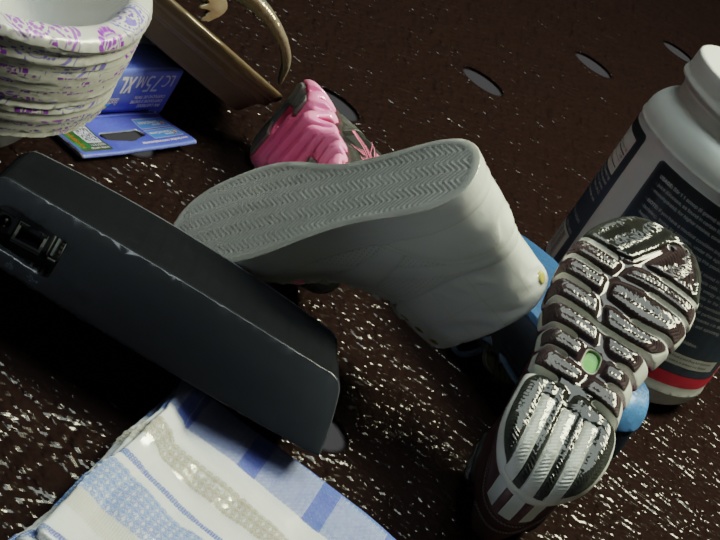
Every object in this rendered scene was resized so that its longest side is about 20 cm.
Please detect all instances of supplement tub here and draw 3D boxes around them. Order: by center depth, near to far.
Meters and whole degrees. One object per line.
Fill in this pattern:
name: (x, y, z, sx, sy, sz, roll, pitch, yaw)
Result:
supplement tub: (0.212, -0.028, 1.303, 0.140, 0.201, 0.141, 29, 23, -13)

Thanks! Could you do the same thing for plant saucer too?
plant saucer: (-0.131, -0.164, 1.254, 0.200, 0.030, 0.200, 40, 2, -2)

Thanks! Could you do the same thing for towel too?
towel: (-0.055, 0.121, 0.863, 0.146, 0.024, 0.200, 37, 22, 3)

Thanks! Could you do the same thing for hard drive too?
hard drive: (-0.096, 0.010, 0.975, 0.199, 0.043, 0.135, 31, 8, -6)

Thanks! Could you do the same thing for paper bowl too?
paper bowl: (-0.215, -0.140, 1.046, 0.199, 0.105, 0.201, 25, 28, -14)

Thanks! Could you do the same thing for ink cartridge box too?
ink cartridge box: (-0.188, -0.143, 1.194, 0.200, 0.042, 0.119, 44, 24, 18)

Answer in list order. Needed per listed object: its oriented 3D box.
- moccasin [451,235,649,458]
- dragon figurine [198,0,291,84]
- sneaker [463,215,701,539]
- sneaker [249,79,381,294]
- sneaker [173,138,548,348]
moccasin: (0.093, 0.041, 1.179, 0.080, 0.069, 0.201, 12, 29, -27)
dragon figurine: (-0.112, -0.207, 1.296, 0.200, 0.059, 0.099, 37, 4, -38)
sneaker: (0.103, 0.062, 1.063, 0.075, 0.116, 0.200, 36, 50, 3)
sneaker: (-0.010, -0.039, 1.202, 0.095, 0.079, 0.201, 38, 21, -22)
sneaker: (0.000, 0.000, 1.067, 0.116, 0.198, 0.074, 53, 46, -37)
